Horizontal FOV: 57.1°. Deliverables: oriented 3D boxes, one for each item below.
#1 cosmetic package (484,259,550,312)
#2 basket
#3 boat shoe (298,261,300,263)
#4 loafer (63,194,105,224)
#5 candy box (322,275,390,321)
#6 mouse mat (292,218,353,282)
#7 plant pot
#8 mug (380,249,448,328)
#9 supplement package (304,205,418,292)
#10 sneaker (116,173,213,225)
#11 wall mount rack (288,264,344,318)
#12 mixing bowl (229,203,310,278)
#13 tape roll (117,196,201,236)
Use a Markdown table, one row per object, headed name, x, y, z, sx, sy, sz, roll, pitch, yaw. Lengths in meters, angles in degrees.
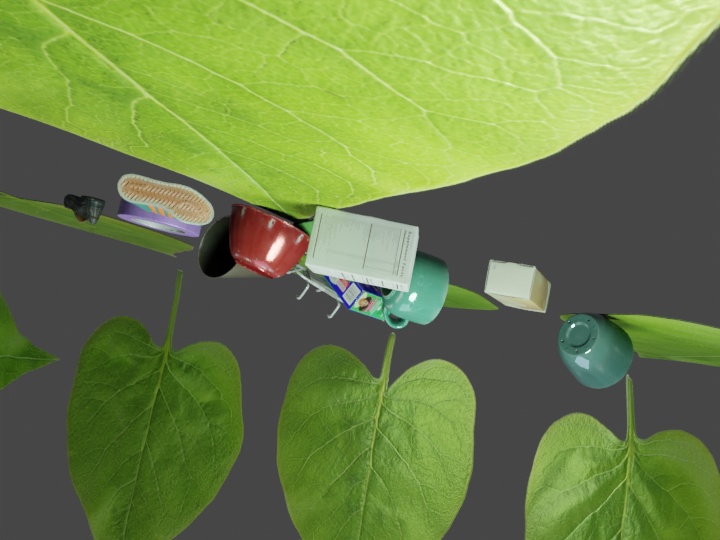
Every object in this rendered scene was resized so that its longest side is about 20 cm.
| name | x | y | z | sx | sy | sz | roll | pitch | yaw |
| --- | --- | --- | --- | --- | --- | --- | --- | --- | --- |
| cosmetic package | 0.346 | 0.037 | 1.445 | 0.103 | 0.073 | 0.199 | 10 | 174 | 28 |
| basket | -0.285 | -0.047 | 1.688 | 0.179 | 0.139 | 0.198 | -34 | 157 | 26 |
| boat shoe | -0.262 | -0.043 | 1.832 | 0.194 | 0.074 | 0.072 | -8 | 175 | 12 |
| loafer | -0.806 | -0.175 | 1.907 | 0.072 | 0.075 | 0.197 | 16 | 174 | -43 |
| candy box | -0.004 | 0.047 | 1.898 | 0.198 | 0.077 | 0.170 | 20 | -155 | -54 |
| mouse mat | -0.053 | -0.040 | 1.449 | 0.200 | 0.008 | 0.159 | 47 | 158 | -22 |
| plant pot | 0.664 | 0.215 | 1.918 | 0.198 | 0.205 | 0.160 | 6 | 158 | 48 |
| mug | 0.107 | 0.047 | 1.488 | 0.112 | 0.190 | 0.152 | 17 | -178 | -23 |
| supplement package | 0.006 | -0.038 | 1.254 | 0.194 | 0.117 | 0.110 | 12 | 173 | 7 |
| sneaker | -0.396 | -0.146 | 1.353 | 0.195 | 0.073 | 0.080 | 20 | 176 | -20 |
| wall mount rack | -0.132 | 0.046 | 1.868 | 0.198 | 0.075 | 0.175 | 33 | -165 | -28 |
| mixing bowl | -0.213 | -0.052 | 1.455 | 0.195 | 0.111 | 0.200 | 22 | 169 | 4 |
| tape roll | -0.480 | -0.138 | 1.599 | 0.194 | 0.068 | 0.200 | 12 | 175 | 1 |
